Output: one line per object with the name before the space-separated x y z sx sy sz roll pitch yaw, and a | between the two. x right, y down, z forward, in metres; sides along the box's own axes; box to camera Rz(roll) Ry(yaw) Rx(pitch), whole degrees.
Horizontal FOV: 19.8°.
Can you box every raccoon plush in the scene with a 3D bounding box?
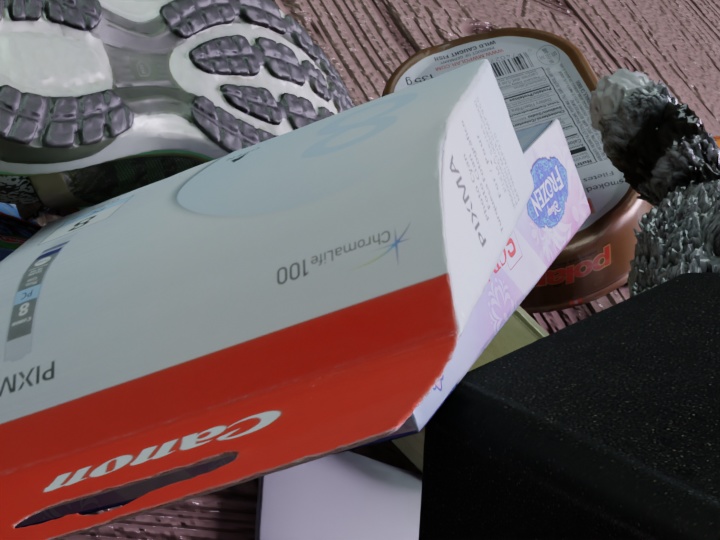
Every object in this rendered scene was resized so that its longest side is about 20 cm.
raccoon plush | 0.115 0.019 0.869 0.133 0.097 0.200 -26 47 -15

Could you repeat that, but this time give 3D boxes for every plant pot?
plant pot | 0.123 0.106 0.638 0.199 0.202 0.177 -22 36 -38

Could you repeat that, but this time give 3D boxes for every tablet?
tablet | 0.055 0.123 0.764 0.198 0.014 0.130 18 28 -10

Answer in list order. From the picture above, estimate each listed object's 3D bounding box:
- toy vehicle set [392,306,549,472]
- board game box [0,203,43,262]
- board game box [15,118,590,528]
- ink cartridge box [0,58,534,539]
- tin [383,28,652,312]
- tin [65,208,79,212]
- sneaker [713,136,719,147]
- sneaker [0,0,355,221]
toy vehicle set | 0.000 0.000 0.871 0.200 0.027 0.124 45 26 17
board game box | -0.200 -0.022 0.732 0.150 0.037 0.200 8 10 -27
board game box | -0.040 0.020 0.708 0.199 0.041 0.200 -16 14 27
ink cartridge box | -0.046 0.010 0.555 0.159 0.048 0.200 -18 12 19
tin | 0.073 -0.054 1.004 0.111 0.042 0.201 -19 38 -2
tin | -0.138 -0.069 0.930 0.198 0.042 0.112 9 35 -27
sneaker | 0.167 -0.063 1.108 0.199 0.078 0.112 -11 44 -48
sneaker | -0.082 -0.049 0.698 0.199 0.088 0.078 7 62 -42
